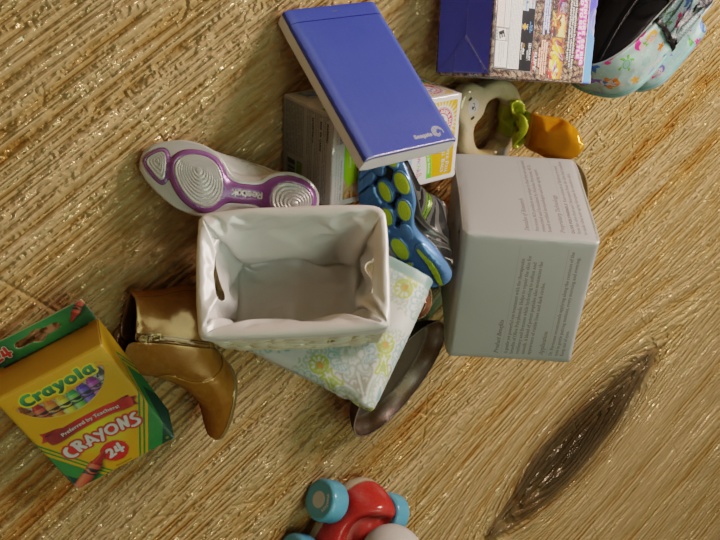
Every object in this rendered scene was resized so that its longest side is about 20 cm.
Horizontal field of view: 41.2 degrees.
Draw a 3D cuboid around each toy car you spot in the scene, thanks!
[{"bbox_3d":[0.019,0.420,1.388,0.184,0.199,0.178,26,94,-45],"label":"toy car"}]

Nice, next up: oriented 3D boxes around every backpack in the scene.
[{"bbox_3d":[0.363,-0.333,1.323,0.200,0.177,0.151,-48,130,-6],"label":"backpack"}]

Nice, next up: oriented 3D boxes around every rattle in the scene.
[{"bbox_3d":[0.176,-0.188,1.261,0.131,0.143,0.199,-51,144,15],"label":"rattle"}]

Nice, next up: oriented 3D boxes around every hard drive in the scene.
[{"bbox_3d":[0.007,-0.211,1.067,0.131,0.201,0.025,-17,160,-35],"label":"hard drive"}]

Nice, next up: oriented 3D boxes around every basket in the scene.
[{"bbox_3d":[-0.067,0.015,1.028,0.123,0.198,0.137,83,5,-74],"label":"basket"}]

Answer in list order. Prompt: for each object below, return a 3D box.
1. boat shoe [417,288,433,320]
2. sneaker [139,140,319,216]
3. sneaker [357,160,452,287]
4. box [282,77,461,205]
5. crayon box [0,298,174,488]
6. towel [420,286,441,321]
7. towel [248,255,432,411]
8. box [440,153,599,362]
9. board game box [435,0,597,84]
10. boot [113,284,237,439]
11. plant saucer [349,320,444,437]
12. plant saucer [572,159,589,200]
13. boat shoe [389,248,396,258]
[{"bbox_3d":[0.000,0.001,1.175,0.199,0.068,0.073,26,94,-1],"label":"boat shoe"},{"bbox_3d":[-0.150,-0.089,1.062,0.198,0.099,0.076,16,89,-21],"label":"sneaker"},{"bbox_3d":[0.056,-0.070,1.126,0.200,0.070,0.083,59,32,-34],"label":"sneaker"},{"bbox_3d":[0.015,-0.161,1.151,0.199,0.101,0.114,-17,123,-35],"label":"box"},{"bbox_3d":[-0.303,0.137,1.033,0.126,0.051,0.201,-28,130,-1],"label":"crayon box"},{"bbox_3d":[0.052,0.060,1.308,0.153,0.023,0.200,-53,159,-7],"label":"towel"},{"bbox_3d":[-0.038,0.043,1.107,0.048,0.198,0.172,83,32,-75],"label":"towel"},{"bbox_3d":[0.200,-0.019,1.267,0.169,0.201,0.201,3,127,-1],"label":"box"},{"bbox_3d":[0.202,-0.323,1.218,0.199,0.096,0.161,-5,103,-40],"label":"board game box"},{"bbox_3d":[-0.218,0.113,1.119,0.143,0.071,0.203,-6,110,-34],"label":"boot"},{"bbox_3d":[0.047,0.146,1.351,0.200,0.032,0.201,-44,156,-25],"label":"plant saucer"},{"bbox_3d":[0.273,-0.082,1.470,0.199,0.035,0.202,-20,123,-33],"label":"plant saucer"},{"bbox_3d":[-0.008,0.002,1.250,0.065,0.074,0.201,27,99,-15],"label":"boat shoe"}]
